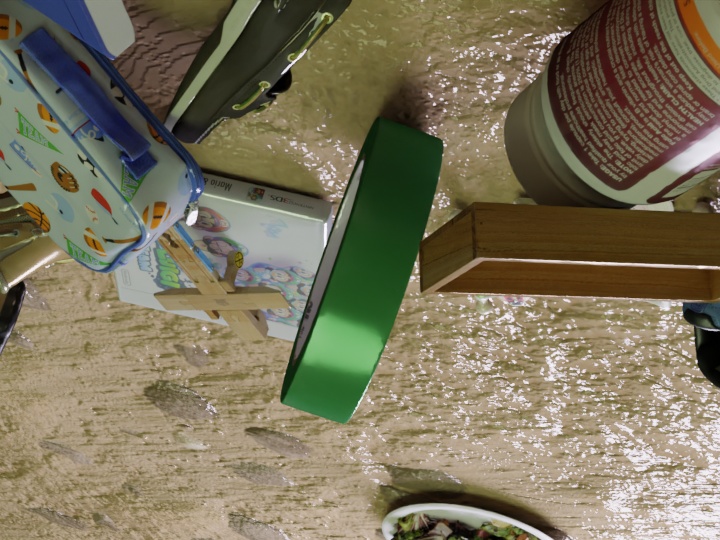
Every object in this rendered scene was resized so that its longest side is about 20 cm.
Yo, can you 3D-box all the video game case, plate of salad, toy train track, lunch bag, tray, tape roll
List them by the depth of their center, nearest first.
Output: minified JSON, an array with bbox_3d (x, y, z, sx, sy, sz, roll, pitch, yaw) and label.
[{"bbox_3d":[0.145,-0.010,0.956,0.199,0.037,0.099,3,167,-16],"label":"tray"},{"bbox_3d":[-0.191,-0.093,1.065,0.200,0.076,0.160,48,153,-5],"label":"lunch bag"},{"bbox_3d":[0.000,0.000,1.071,0.048,0.201,0.201,18,150,-4],"label":"tape roll"},{"bbox_3d":[-0.121,-0.011,1.229,0.114,0.033,0.200,-1,147,26],"label":"toy train track"},{"bbox_3d":[-0.113,-0.013,1.280,0.181,0.024,0.200,13,149,6],"label":"video game case"},{"bbox_3d":[0.116,0.292,1.643,0.199,0.048,0.200,12,150,7],"label":"plate of salad"}]

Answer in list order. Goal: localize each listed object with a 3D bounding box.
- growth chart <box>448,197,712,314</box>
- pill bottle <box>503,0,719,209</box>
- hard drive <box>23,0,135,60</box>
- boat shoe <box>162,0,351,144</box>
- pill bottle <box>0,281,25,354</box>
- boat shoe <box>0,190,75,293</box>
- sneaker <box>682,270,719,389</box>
[{"bbox_3d":[0.160,-0.011,1.157,0.199,0.018,0.145,1,145,23],"label":"growth chart"},{"bbox_3d":[0.173,-0.106,0.899,0.114,0.114,0.200,27,148,-18],"label":"pill bottle"},{"bbox_3d":[-0.218,-0.211,0.914,0.200,0.025,0.132,35,160,30],"label":"hard drive"},{"bbox_3d":[-0.069,-0.132,1.017,0.060,0.072,0.201,28,145,-12],"label":"boat shoe"},{"bbox_3d":[-0.399,0.017,1.381,0.200,0.112,0.112,27,148,-18],"label":"pill bottle"},{"bbox_3d":[-0.262,-0.017,1.218,0.199,0.076,0.072,-1,151,5],"label":"boat shoe"},{"bbox_3d":[0.268,0.049,1.106,0.078,0.089,0.200,21,166,45],"label":"sneaker"}]
